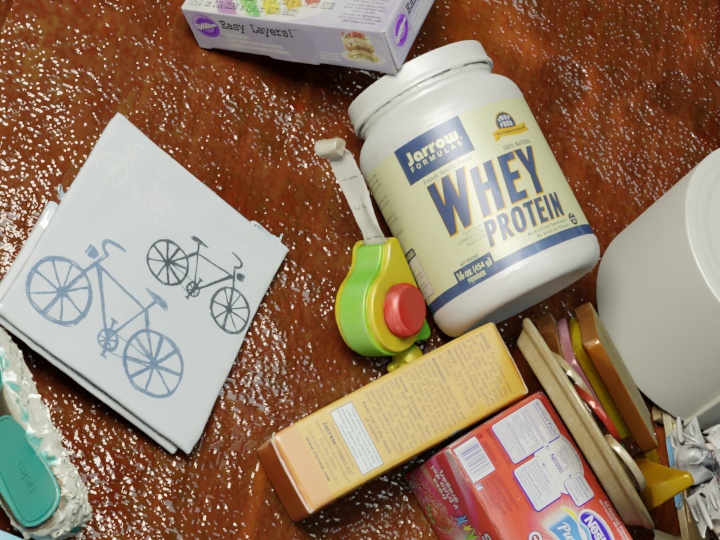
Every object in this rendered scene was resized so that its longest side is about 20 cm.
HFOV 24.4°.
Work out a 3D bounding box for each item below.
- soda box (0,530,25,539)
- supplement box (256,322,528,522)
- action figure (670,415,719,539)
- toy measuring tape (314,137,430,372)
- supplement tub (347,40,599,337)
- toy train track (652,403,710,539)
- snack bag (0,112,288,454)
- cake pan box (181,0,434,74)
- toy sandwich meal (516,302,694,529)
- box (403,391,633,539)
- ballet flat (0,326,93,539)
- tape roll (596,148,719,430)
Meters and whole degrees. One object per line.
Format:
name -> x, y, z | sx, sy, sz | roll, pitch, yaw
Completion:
soda box -> -0.300, 0.191, 1.108 | 0.199, 0.064, 0.068 | 25, 63, -12
supplement box -> 0.025, 0.114, 1.258 | 0.199, 0.067, 0.069 | -28, 84, -19
action figure -> 0.308, 0.188, 1.329 | 0.200, 0.069, 0.131 | 44, 36, -33
toy measuring tape -> 0.000, 0.000, 1.282 | 0.073, 0.073, 0.201 | -37, 115, -30
supplement tub -> 0.087, -0.064, 1.324 | 0.144, 0.145, 0.201 | -22, 80, -28
toy train track -> 0.257, 0.197, 1.357 | 0.114, 0.032, 0.202 | 24, 52, -39
snack bag -> -0.160, 0.005, 1.240 | 0.188, 0.021, 0.201 | 39, 57, -23
cake pan box -> -0.025, -0.251, 1.344 | 0.198, 0.052, 0.185 | 12, 57, 28
toy sandwich meal -> 0.190, 0.106, 1.282 | 0.070, 0.205, 0.206 | -31, 84, 3
box -> 0.135, 0.209, 1.268 | 0.099, 0.095, 0.201 | -28, 83, -28
ballet flat -> -0.244, 0.107, 1.162 | 0.071, 0.072, 0.201 | -17, 61, -27
tape roll -> 0.315, 0.014, 1.380 | 0.201, 0.139, 0.204 | 13, 57, -21
